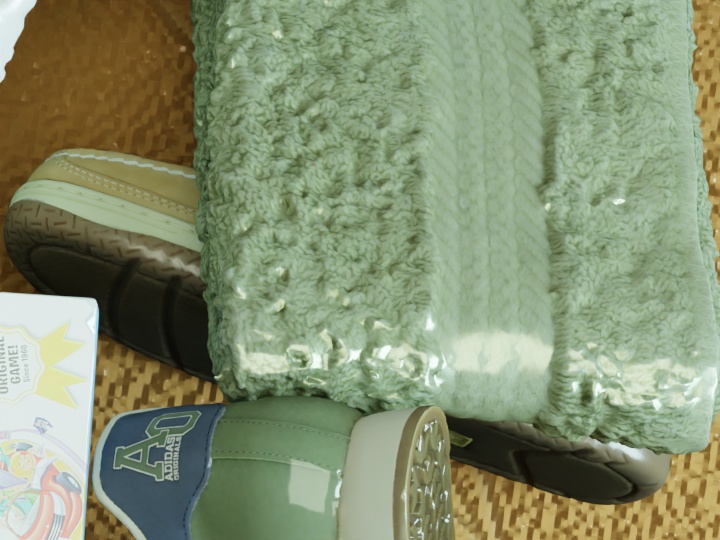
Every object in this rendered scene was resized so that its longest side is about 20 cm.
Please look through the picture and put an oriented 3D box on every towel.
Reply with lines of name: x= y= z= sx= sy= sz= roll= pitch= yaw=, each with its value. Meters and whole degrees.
towel: x=0.025 y=-0.040 z=0.783 sx=0.148 sy=0.037 sz=0.200 roll=6 pitch=51 yaw=-9

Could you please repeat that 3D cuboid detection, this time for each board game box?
board game box: x=-0.097 y=0.107 z=0.750 sx=0.034 sy=0.134 sz=0.200 roll=4 pitch=87 yaw=-11

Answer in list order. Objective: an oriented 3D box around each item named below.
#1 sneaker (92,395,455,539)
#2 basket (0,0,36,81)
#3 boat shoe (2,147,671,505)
sneaker: x=-0.022 y=0.095 z=0.760 sx=0.090 sy=0.200 sz=0.067 roll=6 pitch=53 yaw=8
basket: x=-0.197 y=-0.060 z=0.723 sx=0.198 sy=0.161 sz=0.200 roll=27 pitch=82 yaw=-9
boat shoe: x=0.000 y=0.000 z=0.814 sx=0.200 sy=0.072 sz=0.076 roll=22 pitch=69 yaw=-14
